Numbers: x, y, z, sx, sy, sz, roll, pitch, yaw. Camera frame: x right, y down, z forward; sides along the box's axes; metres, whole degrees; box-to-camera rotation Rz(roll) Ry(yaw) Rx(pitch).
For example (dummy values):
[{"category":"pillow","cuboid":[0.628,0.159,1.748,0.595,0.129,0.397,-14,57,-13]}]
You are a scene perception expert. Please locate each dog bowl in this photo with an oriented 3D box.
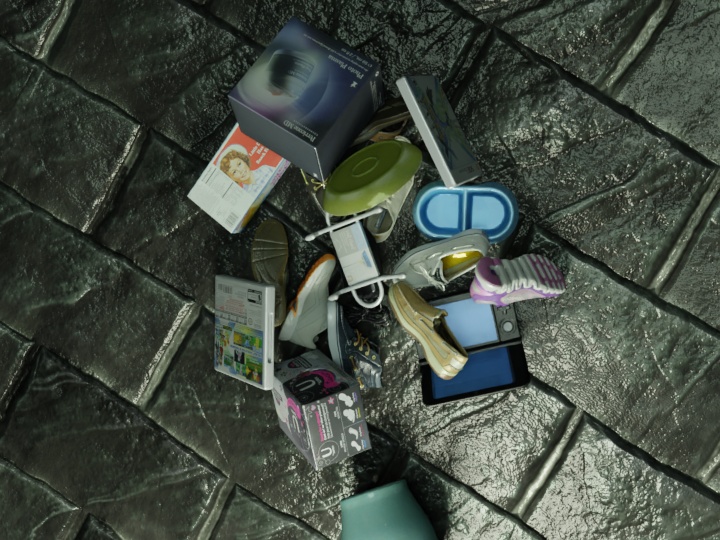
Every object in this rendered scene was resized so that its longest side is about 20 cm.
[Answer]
[{"category":"dog bowl","cuboid":[0.191,-0.107,1.567,0.195,0.050,0.114,3,95,8]}]

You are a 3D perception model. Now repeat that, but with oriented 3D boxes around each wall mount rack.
[{"category":"wall mount rack","cuboid":[0.000,-0.031,1.486,0.171,0.074,0.203,-19,95,30]}]

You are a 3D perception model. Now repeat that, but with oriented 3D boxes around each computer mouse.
[{"category":"computer mouse","cuboid":[0.000,0.000,1.580,0.137,0.052,0.204,2,107,43]}]

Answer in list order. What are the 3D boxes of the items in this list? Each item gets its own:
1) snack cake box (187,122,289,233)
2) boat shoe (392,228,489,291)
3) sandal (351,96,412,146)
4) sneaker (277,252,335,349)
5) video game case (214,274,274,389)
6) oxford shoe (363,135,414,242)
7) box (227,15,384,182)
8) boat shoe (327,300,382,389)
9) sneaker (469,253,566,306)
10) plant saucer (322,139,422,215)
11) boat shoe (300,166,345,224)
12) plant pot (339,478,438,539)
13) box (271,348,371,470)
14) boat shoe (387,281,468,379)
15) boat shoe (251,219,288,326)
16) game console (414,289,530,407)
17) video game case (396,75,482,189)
[{"category":"snack cake box","cuboid":[-0.221,-0.185,1.616,0.114,0.067,0.201,38,99,6]},{"category":"boat shoe","cuboid":[0.142,0.000,1.544,0.199,0.087,0.075,-21,120,24]},{"category":"sandal","cuboid":[0.036,-0.259,1.568,0.197,0.082,0.055,-27,120,19]},{"category":"sneaker","cuboid":[-0.080,0.059,1.610,0.091,0.076,0.202,24,117,-9]},{"category":"video game case","cuboid":[-0.217,0.110,1.590,0.198,0.022,0.187,9,99,53]},{"category":"oxford shoe","cuboid":[0.053,-0.148,1.582,0.074,0.058,0.204,19,96,8]},{"category":"box","cuboid":[-0.092,-0.302,1.506,0.198,0.124,0.200,31,74,17]},{"category":"boat shoe","cuboid":[-0.010,0.138,1.587,0.089,0.071,0.203,-7,123,3]},{"category":"sneaker","cuboid":[0.275,0.026,1.533,0.196,0.082,0.089,1,141,-26]},{"category":"plant saucer","cuboid":[0.013,-0.171,1.498,0.197,0.201,0.031,-27,120,10]},{"category":"boat shoe","cuboid":[-0.078,-0.184,1.596,0.070,0.061,0.205,-18,92,9]},{"category":"plant pot","cuboid":[0.047,0.495,1.578,0.197,0.200,0.191,-20,76,10]},{"category":"box","cuboid":[-0.079,0.243,1.537,0.113,0.199,0.135,-18,110,-21]},{"category":"boat shoe","cuboid":[0.127,0.091,1.525,0.201,0.071,0.076,54,128,17]},{"category":"boat shoe","cuboid":[-0.171,0.009,1.625,0.070,0.066,0.205,-2,79,-7]},{"category":"game console","cuboid":[0.193,0.132,1.553,0.196,0.116,0.180,-13,93,9]},{"category":"video game case","cuboid":[0.142,-0.246,1.497,0.022,0.182,0.203,-26,91,25]}]
